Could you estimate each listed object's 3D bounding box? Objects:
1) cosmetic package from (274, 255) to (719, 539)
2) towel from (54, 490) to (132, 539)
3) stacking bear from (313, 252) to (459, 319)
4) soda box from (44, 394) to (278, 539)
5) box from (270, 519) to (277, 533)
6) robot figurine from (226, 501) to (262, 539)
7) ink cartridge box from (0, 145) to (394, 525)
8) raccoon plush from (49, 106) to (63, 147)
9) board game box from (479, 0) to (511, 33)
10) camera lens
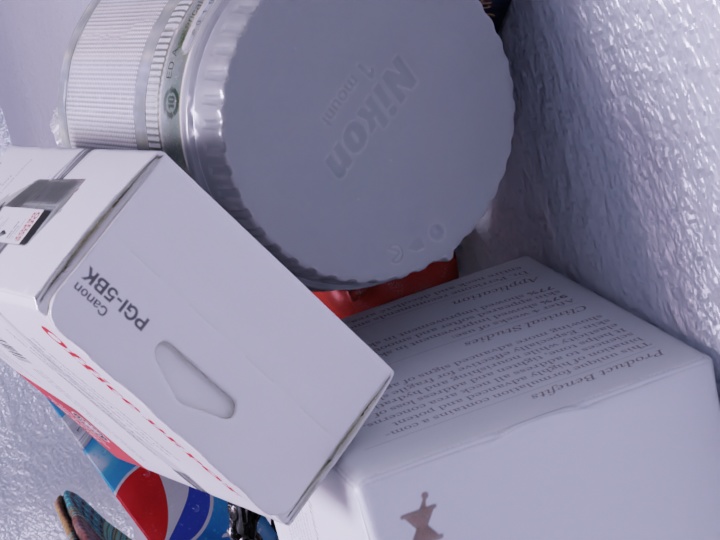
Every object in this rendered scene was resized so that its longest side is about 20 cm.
[{"bbox_3d":[0.060,0.113,0.996,0.200,0.167,0.167,-143,38,-68],"label":"cosmetic package"},{"bbox_3d":[-0.098,0.214,1.306,0.200,0.022,0.147,43,177,-19],"label":"towel"},{"bbox_3d":[-0.015,0.027,1.153,0.114,0.121,0.200,51,145,2],"label":"stacking bear"},{"bbox_3d":[-0.113,0.113,1.258,0.200,0.064,0.068,57,173,-25],"label":"soda box"},{"bbox_3d":[0.033,0.227,1.325,0.201,0.123,0.199,93,154,-50],"label":"box"},{"bbox_3d":[-0.010,0.155,1.132,0.058,0.144,0.201,-132,51,-63],"label":"robot figurine"},{"bbox_3d":[-0.096,0.022,0.945,0.147,0.083,0.200,44,165,-22],"label":"ink cartridge box"},{"bbox_3d":[-0.110,-0.139,1.312,0.097,0.200,0.134,49,179,19],"label":"raccoon plush"},{"bbox_3d":[0.017,-0.201,1.050,0.136,0.034,0.201,109,142,-67],"label":"board game box"},{"bbox_3d":[-0.040,-0.075,1.008,0.200,0.159,0.161,11,118,62],"label":"camera lens"}]
